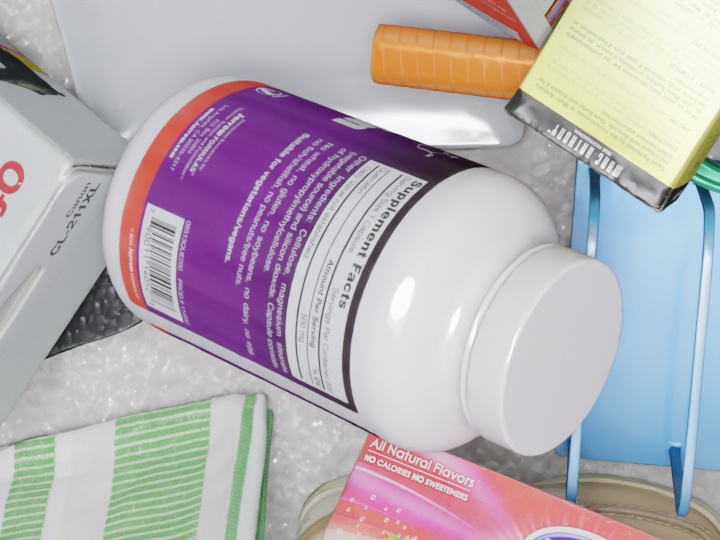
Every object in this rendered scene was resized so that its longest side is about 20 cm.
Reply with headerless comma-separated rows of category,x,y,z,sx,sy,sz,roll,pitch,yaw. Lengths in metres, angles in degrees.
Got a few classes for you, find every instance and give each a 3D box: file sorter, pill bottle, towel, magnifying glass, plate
file sorter,0.184,0.032,0.804,0.199,0.123,0.139,5,101,7
pill bottle,0.000,0.000,0.758,0.200,0.112,0.113,23,105,35
towel,-0.139,0.123,0.855,0.199,0.153,0.023,-10,129,8
magnifying glass,0.102,-0.076,0.775,0.199,0.022,0.080,8,112,14
plate,-0.034,-0.128,0.802,0.199,0.032,0.200,0,140,8

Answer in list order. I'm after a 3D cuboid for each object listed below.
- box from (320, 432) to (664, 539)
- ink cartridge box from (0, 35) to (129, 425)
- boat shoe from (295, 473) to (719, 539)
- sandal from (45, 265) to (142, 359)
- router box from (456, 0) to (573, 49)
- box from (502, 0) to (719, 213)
box,0.081,0.149,0.770,0.199,0.095,0.103,22,77,16
ink cartridge box,-0.207,-0.042,0.830,0.200,0.083,0.146,40,104,18
boat shoe,0.066,0.133,0.864,0.199,0.069,0.074,-1,101,7
sandal,-0.151,0.011,0.885,0.200,0.048,0.075,-31,92,25
router box,0.087,-0.184,0.648,0.049,0.179,0.200,35,93,12
box,0.137,-0.125,0.714,0.075,0.050,0.200,33,108,11
